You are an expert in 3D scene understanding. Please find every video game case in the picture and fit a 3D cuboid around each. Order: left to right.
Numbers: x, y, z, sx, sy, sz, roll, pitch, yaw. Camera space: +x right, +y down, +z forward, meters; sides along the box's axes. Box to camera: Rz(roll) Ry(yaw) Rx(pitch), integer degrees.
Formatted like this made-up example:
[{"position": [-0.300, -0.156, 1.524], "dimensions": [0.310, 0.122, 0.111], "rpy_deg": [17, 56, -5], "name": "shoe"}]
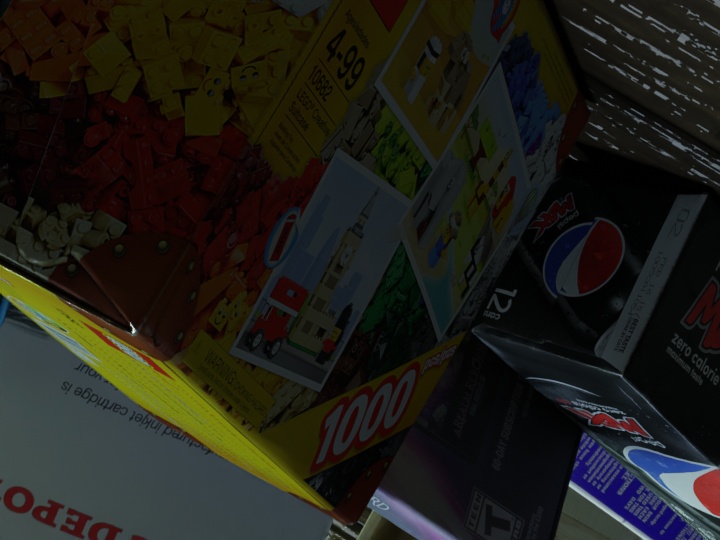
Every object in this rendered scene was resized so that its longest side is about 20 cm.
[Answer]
[{"position": [0.000, 0.000, 0.811], "dimensions": [0.200, 0.143, 0.019], "rpy_deg": [36, 144, -24], "name": "video game case"}]

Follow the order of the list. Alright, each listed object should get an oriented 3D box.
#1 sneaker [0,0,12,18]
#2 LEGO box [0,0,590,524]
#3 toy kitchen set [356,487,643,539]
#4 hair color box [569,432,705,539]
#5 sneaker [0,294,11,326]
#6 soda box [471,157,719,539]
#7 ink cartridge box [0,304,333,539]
[{"position": [-0.127, -0.091, 0.801], "dimensions": [0.075, 0.114, 0.200], "rpy_deg": [34, 171, -19], "name": "sneaker"}, {"position": [-0.020, -0.033, 0.653], "dimensions": [0.077, 0.149, 0.200], "rpy_deg": [27, 171, 21], "name": "LEGO box"}, {"position": [0.093, 0.154, 1.246], "dimensions": [0.180, 0.164, 0.200], "rpy_deg": [27, 171, 22], "name": "toy kitchen set"}, {"position": [0.091, 0.051, 0.963], "dimensions": [0.200, 0.065, 0.109], "rpy_deg": [38, -178, -28], "name": "hair color box"}, {"position": [-0.169, -0.027, 0.854], "dimensions": [0.082, 0.074, 0.200], "rpy_deg": [25, 175, -20], "name": "sneaker"}, {"position": [0.121, 0.041, 0.837], "dimensions": [0.063, 0.071, 0.200], "rpy_deg": [16, 164, 41], "name": "soda box"}, {"position": [-0.067, 0.021, 0.876], "dimensions": [0.144, 0.201, 0.084], "rpy_deg": [25, 173, -20], "name": "ink cartridge box"}]
